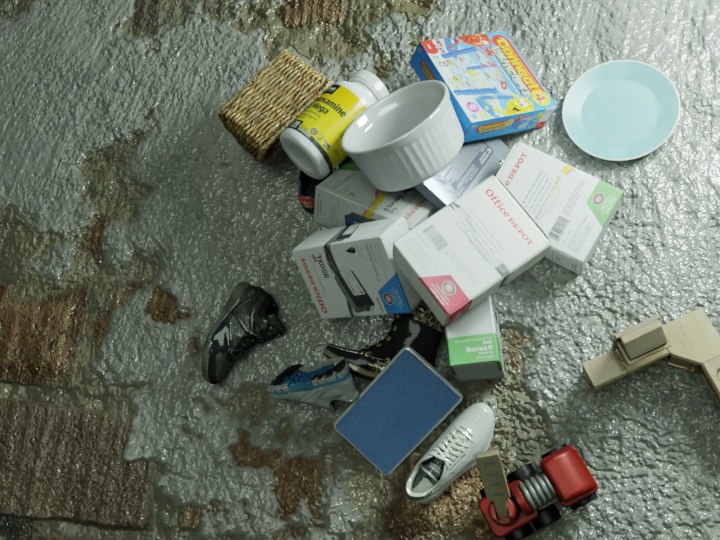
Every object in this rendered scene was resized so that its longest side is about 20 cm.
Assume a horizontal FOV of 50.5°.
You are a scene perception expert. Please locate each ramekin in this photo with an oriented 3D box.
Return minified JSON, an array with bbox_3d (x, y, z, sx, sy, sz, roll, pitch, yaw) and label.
[{"bbox_3d":[0.076,-0.223,1.289,0.200,0.098,0.201,-25,31,16],"label":"ramekin"}]

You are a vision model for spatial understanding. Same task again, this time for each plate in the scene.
[{"bbox_3d":[0.465,-0.284,1.369,0.200,0.026,0.200,-5,71,15],"label":"plate"}]

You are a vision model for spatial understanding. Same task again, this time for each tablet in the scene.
[{"bbox_3d":[0.061,0.237,1.285,0.130,0.014,0.200,42,105,5],"label":"tablet"}]

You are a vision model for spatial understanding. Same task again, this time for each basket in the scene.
[{"bbox_3d":[-0.146,-0.298,1.488,0.149,0.143,0.200,40,82,26],"label":"basket"}]

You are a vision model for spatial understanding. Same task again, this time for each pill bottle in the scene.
[{"bbox_3d":[-0.042,-0.270,1.393,0.112,0.112,0.200,37,73,23],"label":"pill bottle"}]

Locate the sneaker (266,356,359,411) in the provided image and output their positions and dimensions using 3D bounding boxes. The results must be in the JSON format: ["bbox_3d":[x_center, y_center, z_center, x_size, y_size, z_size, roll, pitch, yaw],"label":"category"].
[{"bbox_3d":[-0.084,0.212,1.334,0.200,0.087,0.075,-13,25,44],"label":"sneaker"}]

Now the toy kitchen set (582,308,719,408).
[{"bbox_3d":[0.465,0.170,1.149,0.200,0.163,0.181,-27,68,7],"label":"toy kitchen set"}]

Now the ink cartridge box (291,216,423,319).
[{"bbox_3d":[0.000,0.000,1.314,0.200,0.084,0.145,-7,113,39],"label":"ink cartridge box"}]

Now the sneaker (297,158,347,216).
[{"bbox_3d":[-0.075,-0.209,1.472,0.075,0.085,0.200,4,74,18],"label":"sneaker"}]

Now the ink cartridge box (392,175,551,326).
[{"bbox_3d":[0.170,-0.031,1.184,0.200,0.085,0.146,-34,74,-9],"label":"ink cartridge box"}]

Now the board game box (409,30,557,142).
[{"bbox_3d":[0.222,-0.337,1.386,0.196,0.056,0.200,-16,65,-26],"label":"board game box"}]

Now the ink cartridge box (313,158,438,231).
[{"bbox_3d":[0.037,-0.114,1.375,0.200,0.088,0.145,27,45,21],"label":"ink cartridge box"}]

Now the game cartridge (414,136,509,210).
[{"bbox_3d":[0.182,-0.181,1.355,0.133,0.041,0.200,40,60,-3],"label":"game cartridge"}]

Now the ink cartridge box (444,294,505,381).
[{"bbox_3d":[0.184,0.072,1.272,0.084,0.146,0.200,-8,71,12],"label":"ink cartridge box"}]

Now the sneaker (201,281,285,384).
[{"bbox_3d":[-0.215,0.126,1.412,0.114,0.076,0.200,18,74,27],"label":"sneaker"}]

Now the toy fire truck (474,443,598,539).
[{"bbox_3d":[0.252,0.319,1.145,0.176,0.200,0.129,-30,68,6],"label":"toy fire truck"}]

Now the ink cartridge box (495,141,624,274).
[{"bbox_3d":[0.324,-0.108,1.315,0.200,0.084,0.145,30,83,18],"label":"ink cartridge box"}]

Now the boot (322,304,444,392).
[{"bbox_3d":[0.048,0.123,1.337,0.200,0.073,0.151,18,80,17],"label":"boot"}]

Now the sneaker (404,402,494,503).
[{"bbox_3d":[0.148,0.300,1.248,0.076,0.081,0.200,36,84,25],"label":"sneaker"}]
